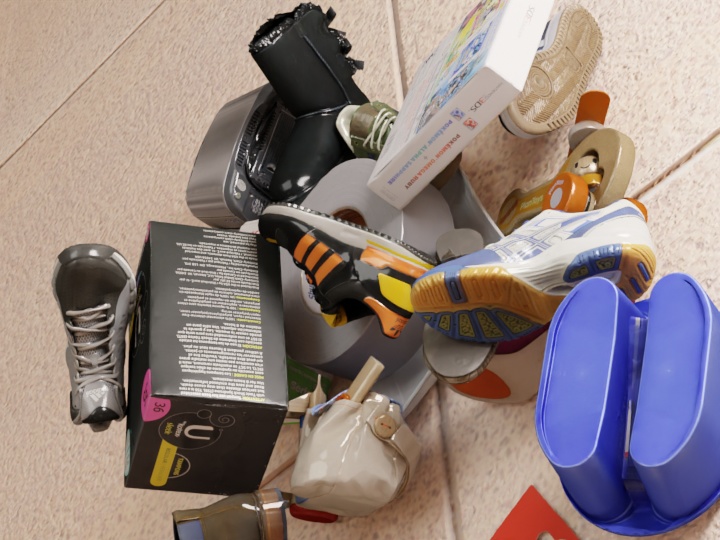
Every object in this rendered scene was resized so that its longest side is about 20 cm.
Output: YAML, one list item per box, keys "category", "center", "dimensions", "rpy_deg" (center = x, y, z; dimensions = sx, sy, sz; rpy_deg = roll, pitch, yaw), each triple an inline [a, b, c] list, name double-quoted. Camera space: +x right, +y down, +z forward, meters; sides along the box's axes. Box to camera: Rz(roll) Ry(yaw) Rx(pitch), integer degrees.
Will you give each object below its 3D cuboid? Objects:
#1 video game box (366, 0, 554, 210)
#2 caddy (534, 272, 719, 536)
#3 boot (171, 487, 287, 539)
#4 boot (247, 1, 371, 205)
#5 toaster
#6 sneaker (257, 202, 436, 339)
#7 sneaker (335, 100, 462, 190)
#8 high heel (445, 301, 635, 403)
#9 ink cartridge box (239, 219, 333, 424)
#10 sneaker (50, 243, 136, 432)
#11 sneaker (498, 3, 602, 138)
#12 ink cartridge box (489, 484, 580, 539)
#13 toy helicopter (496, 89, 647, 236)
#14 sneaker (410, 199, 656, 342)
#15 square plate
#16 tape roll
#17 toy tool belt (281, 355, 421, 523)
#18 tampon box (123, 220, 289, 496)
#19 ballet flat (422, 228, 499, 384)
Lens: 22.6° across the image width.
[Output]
- category: "video game box"
  center: [0.095, -0.172, 1.607]
  dimensions: [0.182, 0.047, 0.200]
  rpy_deg: [-47, 14, 41]
- category: "caddy"
  center: [0.212, 0.097, 1.343]
  dimensions: [0.141, 0.105, 0.201]
  rpy_deg: [-3, 58, 27]
- category: "boot"
  center: [-0.117, 0.289, 1.582]
  dimensions: [0.075, 0.096, 0.201]
  rpy_deg: [-143, 52, -69]
- category: "boot"
  center: [-0.063, -0.173, 1.863]
  dimensions: [0.073, 0.163, 0.198]
  rpy_deg: [-12, 27, 43]
- category: "toaster"
  center: [-0.112, -0.123, 1.997]
  dimensions: [0.129, 0.113, 0.201]
  rpy_deg: [-9, 58, 55]
- category: "sneaker"
  center: [-0.028, 0.001, 1.583]
  dimensions: [0.200, 0.070, 0.090]
  rpy_deg: [17, 85, 41]
- category: "sneaker"
  center: [0.028, -0.125, 1.779]
  dimensions: [0.067, 0.090, 0.200]
  rpy_deg: [-56, 17, 0]
- category: "high heel"
  center: [0.152, 0.052, 1.522]
  dimensions: [0.200, 0.067, 0.096]
  rpy_deg: [-17, 34, 46]
- category: "ink cartridge box"
  center: [-0.083, 0.050, 1.829]
  dimensions: [0.145, 0.084, 0.201]
  rpy_deg: [-9, 57, 52]
- category: "sneaker"
  center: [-0.233, 0.074, 1.619]
  dimensions: [0.200, 0.075, 0.116]
  rpy_deg: [93, 169, -51]
- category: "sneaker"
  center: [0.148, -0.163, 1.655]
  dimensions: [0.108, 0.070, 0.200]
  rpy_deg: [-30, 16, 39]
- category: "ink cartridge box"
  center: [0.093, 0.277, 1.410]
  dimensions: [0.200, 0.057, 0.163]
  rpy_deg: [-59, 30, 10]
- category: "toy helicopter"
  center: [0.176, -0.075, 1.576]
  dimensions: [0.200, 0.079, 0.133]
  rpy_deg: [-24, 50, 62]
- category: "sneaker"
  center: [0.139, -0.002, 1.453]
  dimensions: [0.199, 0.075, 0.088]
  rpy_deg: [-10, 38, 13]
- category: "square plate"
  center: [0.066, 0.023, 1.680]
  dimensions: [0.198, 0.028, 0.200]
  rpy_deg: [-54, 29, 17]
- category: "tape roll"
  center: [0.000, 0.000, 1.681]
  dimensions: [0.200, 0.066, 0.201]
  rpy_deg: [-29, 52, 44]
- category: "toy tool belt"
  center: [-0.014, 0.152, 1.601]
  dimensions: [0.200, 0.124, 0.123]
  rpy_deg: [134, 146, -70]
- category: "tampon box"
  center: [-0.143, 0.082, 1.642]
  dimensions: [0.150, 0.126, 0.201]
  rpy_deg: [110, 161, -47]
- category: "ballet flat"
  center: [0.086, 0.036, 1.528]
  dimensions: [0.067, 0.047, 0.200]
  rpy_deg: [-6, 35, 5]
